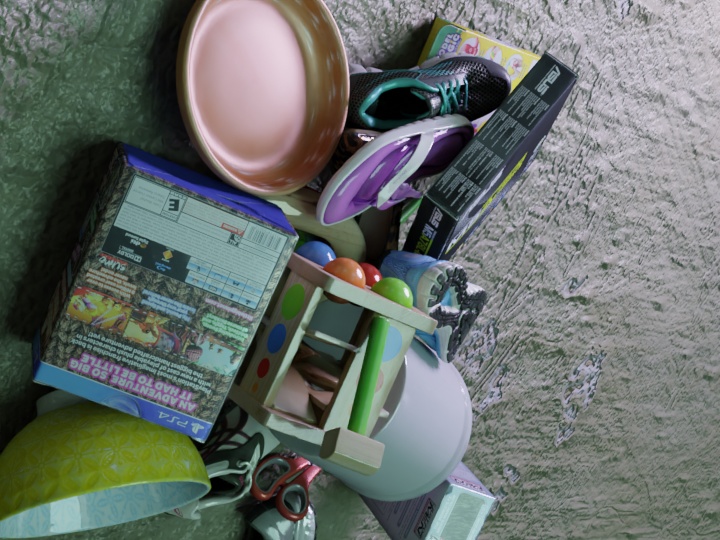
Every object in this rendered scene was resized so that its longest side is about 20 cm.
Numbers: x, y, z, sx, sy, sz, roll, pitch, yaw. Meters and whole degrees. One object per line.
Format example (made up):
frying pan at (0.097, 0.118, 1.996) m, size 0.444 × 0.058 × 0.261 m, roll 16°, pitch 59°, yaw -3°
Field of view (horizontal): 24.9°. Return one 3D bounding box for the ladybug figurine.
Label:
ladybug figurine at (-0.082, -0.031, 1.518) m, size 0.199 × 0.072 × 0.136 m, roll 21°, pitch 122°, yaw -39°

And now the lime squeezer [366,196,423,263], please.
lime squeezer at (0.000, 0.000, 1.691) m, size 0.201 × 0.038 × 0.071 m, roll -60°, pitch 174°, yaw 0°

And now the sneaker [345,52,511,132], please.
sneaker at (0.061, -0.160, 1.554) m, size 0.199 × 0.091 × 0.078 m, roll -11°, pitch 110°, yaw -21°

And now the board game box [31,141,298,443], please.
board game box at (-0.170, 0.018, 1.392) m, size 0.159 × 0.097 × 0.201 m, roll 22°, pitch 101°, yaw -17°

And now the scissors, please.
scissors at (-0.052, 0.201, 1.758) m, size 0.014 × 0.073 × 0.200 m, roll -52°, pitch 175°, yaw 37°

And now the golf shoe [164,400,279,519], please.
golf shoe at (-0.128, 0.190, 1.619) m, size 0.200 × 0.088 × 0.078 m, roll -29°, pitch 131°, yaw -37°

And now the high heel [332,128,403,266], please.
high heel at (0.005, -0.053, 1.559) m, size 0.200 × 0.071 × 0.143 m, roll 42°, pitch 57°, yaw -75°

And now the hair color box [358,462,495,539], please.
hair color box at (0.069, 0.245, 1.779) m, size 0.060 × 0.200 × 0.099 m, roll 21°, pitch 98°, yaw -21°

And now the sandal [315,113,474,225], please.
sandal at (0.043, -0.091, 1.487) m, size 0.202 × 0.050 × 0.083 m, roll -31°, pitch 148°, yaw -37°

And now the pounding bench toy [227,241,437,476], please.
pounding bench toy at (-0.014, 0.073, 1.417) m, size 0.124 × 0.200 × 0.157 m, roll 23°, pitch 94°, yaw -32°

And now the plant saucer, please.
plant saucer at (-0.090, -0.165, 1.432) m, size 0.200 × 0.037 × 0.201 m, roll -2°, pitch 93°, yaw -46°

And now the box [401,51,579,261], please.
box at (0.120, -0.093, 1.595) m, size 0.200 × 0.047 × 0.193 m, roll -49°, pitch 174°, yaw -21°

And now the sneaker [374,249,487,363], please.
sneaker at (0.063, 0.023, 1.582) m, size 0.079 × 0.090 × 0.200 m, roll -57°, pitch 159°, yaw -12°

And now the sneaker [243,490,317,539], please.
sneaker at (-0.096, 0.328, 1.765) m, size 0.079 × 0.074 × 0.201 m, roll -15°, pitch 118°, yaw -30°

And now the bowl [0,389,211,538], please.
bowl at (-0.239, 0.161, 1.444) m, size 0.200 × 0.200 × 0.108 m, roll 4°, pitch 67°, yaw -49°

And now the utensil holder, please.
utensil holder at (0.006, 0.129, 1.631) m, size 0.170 × 0.170 × 0.200 m, roll -56°, pitch 154°, yaw -4°

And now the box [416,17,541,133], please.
box at (0.114, -0.185, 1.680) m, size 0.200 × 0.048 × 0.118 m, roll 10°, pitch 107°, yaw -52°
